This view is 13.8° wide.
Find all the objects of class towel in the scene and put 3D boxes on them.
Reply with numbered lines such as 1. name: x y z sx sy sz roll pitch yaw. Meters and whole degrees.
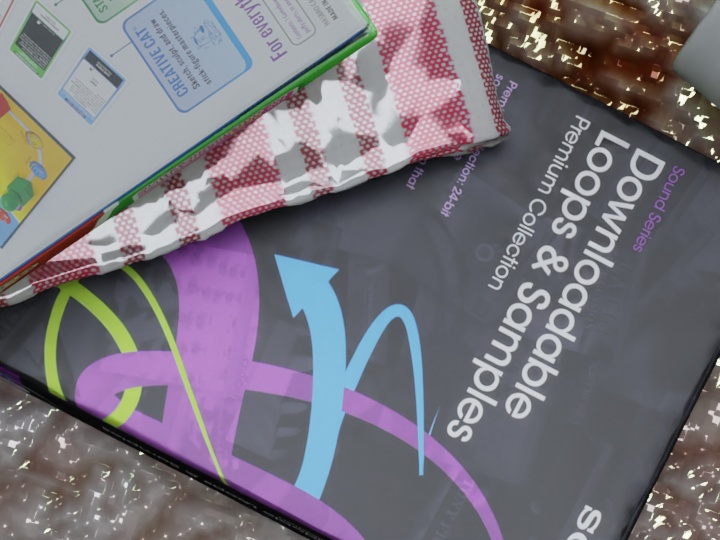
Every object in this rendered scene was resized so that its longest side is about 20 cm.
1. towel: -0.074 -0.073 0.786 0.200 0.030 0.147 -18 91 -9

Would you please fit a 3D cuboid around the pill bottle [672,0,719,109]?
1. pill bottle: 0.190 -0.032 0.784 0.200 0.116 0.116 37 82 5

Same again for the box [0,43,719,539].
1. box: 0.000 0.000 0.817 0.200 0.036 0.143 27 81 2

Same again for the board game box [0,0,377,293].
1. board game box: -0.119 -0.065 0.734 0.200 0.040 0.153 -33 91 3
